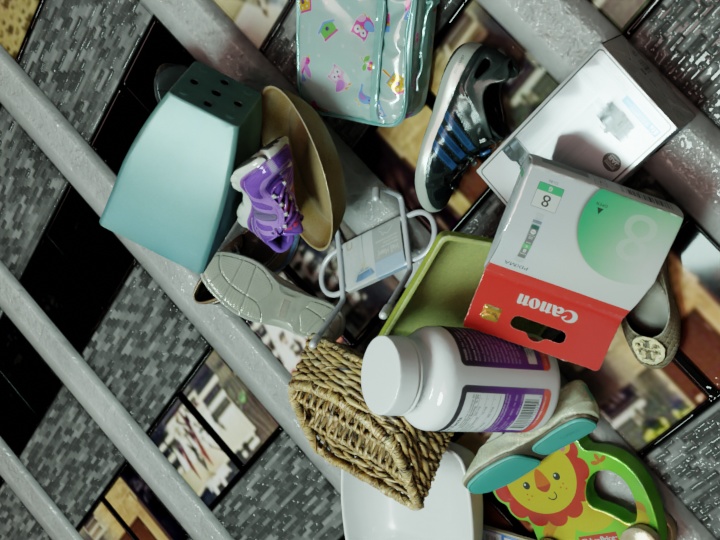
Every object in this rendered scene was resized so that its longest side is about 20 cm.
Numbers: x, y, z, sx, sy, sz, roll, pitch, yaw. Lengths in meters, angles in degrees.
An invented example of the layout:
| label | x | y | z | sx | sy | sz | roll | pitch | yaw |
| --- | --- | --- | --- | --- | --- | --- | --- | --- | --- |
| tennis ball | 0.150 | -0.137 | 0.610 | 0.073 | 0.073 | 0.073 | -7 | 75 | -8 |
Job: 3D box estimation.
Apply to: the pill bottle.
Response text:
| label | x | y | z | sx | sy | sz | roll | pitch | yaw |
| --- | --- | --- | --- | --- | --- | --- | --- | --- | --- |
| pill bottle | 0.106 | 0.117 | 1.122 | 0.111 | 0.199 | 0.112 | -19 | 68 | 58 |

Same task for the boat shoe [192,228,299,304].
| label | x | y | z | sx | sy | sz | roll | pitch | yaw |
| --- | --- | --- | --- | --- | --- | --- | --- | --- | --- |
| boat shoe | -0.154 | -0.008 | 1.388 | 0.072 | 0.072 | 0.200 | 51 | 128 | 7 |

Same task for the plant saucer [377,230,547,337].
| label | x | y | z | sx | sy | sz | roll | pitch | yaw |
| --- | --- | --- | --- | --- | --- | --- | --- | --- | --- |
| plant saucer | 0.125 | 0.032 | 1.166 | 0.201 | 0.198 | 0.048 | -61 | 34 | 35 |

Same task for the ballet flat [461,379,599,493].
| label | x | y | z | sx | sy | sz | roll | pitch | yaw |
| --- | --- | --- | --- | --- | --- | --- | --- | --- | --- |
| ballet flat | 0.194 | 0.192 | 1.207 | 0.200 | 0.067 | 0.063 | -38 | 44 | 31 |

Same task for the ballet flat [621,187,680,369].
| label | x | y | z | sx | sy | sz | roll | pitch | yaw |
| --- | --- | --- | --- | --- | --- | --- | --- | --- | --- |
| ballet flat | 0.299 | 0.013 | 1.097 | 0.067 | 0.046 | 0.202 | 5 | 111 | 32 |

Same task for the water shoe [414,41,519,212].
| label | x | y | z | sx | sy | sz | roll | pitch | yaw |
| --- | --- | --- | --- | --- | --- | --- | --- | --- | --- |
| water shoe | 0.116 | -0.145 | 1.144 | 0.079 | 0.071 | 0.201 | 25 | 122 | 22 |

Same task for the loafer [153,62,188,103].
| label | x | y | z | sx | sy | sz | roll | pitch | yaw |
| --- | --- | --- | --- | --- | --- | --- | --- | --- | --- |
| loafer | -0.223 | -0.179 | 1.381 | 0.072 | 0.072 | 0.201 | -133 | 30 | -62 |

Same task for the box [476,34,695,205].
| label | x | y | z | sx | sy | sz | roll | pitch | yaw |
| --- | --- | --- | --- | --- | --- | --- | --- | --- | --- |
| box | 0.228 | -0.129 | 1.079 | 0.117 | 0.060 | 0.200 | 51 | 129 | 7 |

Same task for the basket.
| label | x | y | z | sx | sy | sz | roll | pitch | yaw |
| --- | --- | --- | --- | --- | --- | --- | --- | --- | --- |
| basket | -0.001 | 0.179 | 1.248 | 0.199 | 0.142 | 0.150 | 23 | 88 | 41 |

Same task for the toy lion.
| label | x | y | z | sx | sy | sz | roll | pitch | yaw |
| --- | --- | --- | --- | --- | --- | --- | --- | --- | --- |
| toy lion | 0.248 | 0.256 | 1.232 | 0.199 | 0.068 | 0.193 | -20 | 90 | 38 |

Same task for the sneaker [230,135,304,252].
| label | x | y | z | sx | sy | sz | roll | pitch | yaw |
| --- | --- | --- | --- | --- | --- | --- | --- | --- | --- |
| sneaker | -0.095 | -0.085 | 1.217 | 0.083 | 0.080 | 0.200 | 47 | 164 | 15 |

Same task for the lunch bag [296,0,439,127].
| label | x | y | z | sx | sy | sz | roll | pitch | yaw |
| --- | --- | --- | --- | --- | --- | --- | --- | --- | --- |
| lunch bag | 0.008 | -0.267 | 1.164 | 0.160 | 0.077 | 0.201 | 18 | 120 | 29 |

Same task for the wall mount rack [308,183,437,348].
| label | x | y | z | sx | sy | sz | roll | pitch | yaw |
| --- | --- | --- | --- | --- | --- | --- | --- | --- | --- |
| wall mount rack | 0.000 | 0.000 | 1.246 | 0.199 | 0.074 | 0.175 | -25 | 59 | 39 |

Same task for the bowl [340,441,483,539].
| label | x | y | z | sx | sy | sz | roll | pitch | yaw |
| --- | --- | --- | --- | --- | --- | --- | --- | --- | --- |
| bowl | 0.075 | 0.299 | 1.341 | 0.199 | 0.074 | 0.202 | 5 | 102 | 36 |

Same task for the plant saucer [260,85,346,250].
| label | x | y | z | sx | sy | sz | roll | pitch | yaw |
| --- | --- | --- | --- | --- | --- | --- | --- | --- | --- |
| plant saucer | -0.063 | -0.123 | 1.225 | 0.200 | 0.035 | 0.201 | 53 | 155 | 38 |

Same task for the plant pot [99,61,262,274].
| label | x | y | z | sx | sy | sz | roll | pitch | yaw |
| --- | --- | --- | --- | --- | --- | --- | --- | --- | --- |
| plant pot | -0.200 | -0.133 | 1.251 | 0.141 | 0.142 | 0.201 | 27 | 128 | -3 |

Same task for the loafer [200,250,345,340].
| label | x | y | z | sx | sy | sz | roll | pitch | yaw |
| --- | --- | --- | --- | --- | --- | --- | --- | --- | --- |
| loafer | -0.114 | 0.036 | 1.340 | 0.199 | 0.063 | 0.072 | 27 | 91 | -6 |

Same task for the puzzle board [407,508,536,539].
| label | x | y | z | sx | sy | sz | roll | pitch | yaw |
| --- | --- | --- | --- | --- | --- | --- | --- | --- | --- |
| puzzle board | 0.153 | 0.394 | 1.372 | 0.199 | 0.017 | 0.152 | 8 | 112 | 35 |

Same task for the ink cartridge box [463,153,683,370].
| label | x | y | z | sx | sy | sz | roll | pitch | yaw |
| --- | --- | --- | --- | --- | --- | --- | --- | --- | --- |
| ink cartridge box | 0.209 | 0.002 | 1.056 | 0.160 | 0.050 | 0.201 | 19 | 110 | -1 |
